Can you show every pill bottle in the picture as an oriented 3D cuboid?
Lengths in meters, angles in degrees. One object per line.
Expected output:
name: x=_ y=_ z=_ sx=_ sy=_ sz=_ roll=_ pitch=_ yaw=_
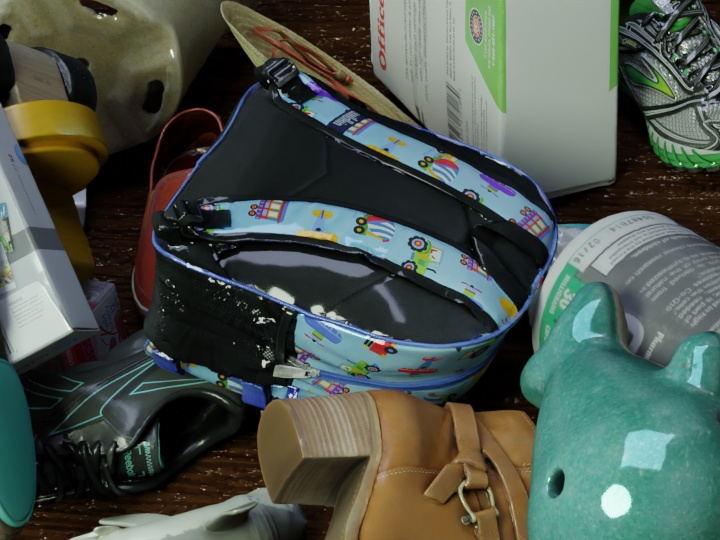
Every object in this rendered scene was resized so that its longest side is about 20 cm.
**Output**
pill bottle: x=0.189 y=0.055 z=1.515 sx=0.113 sy=0.114 sz=0.200 roll=-29 pitch=36 yaw=-22

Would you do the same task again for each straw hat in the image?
straw hat: x=-0.030 y=-0.074 z=1.791 sx=0.085 sy=0.200 sz=0.201 roll=-54 pitch=36 yaw=10

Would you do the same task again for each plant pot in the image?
plant pot: x=-0.162 y=-0.179 z=1.893 sx=0.199 sy=0.201 sz=0.184 roll=-4 pitch=36 yaw=12

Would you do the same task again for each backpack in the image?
backpack: x=0.000 y=0.000 z=1.595 sx=0.199 sy=0.135 sz=0.183 roll=19 pitch=44 yaw=11

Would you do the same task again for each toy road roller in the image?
toy road roller: x=-0.235 y=-0.042 z=1.663 sx=0.199 sy=0.123 sz=0.147 roll=-27 pitch=71 yaw=21

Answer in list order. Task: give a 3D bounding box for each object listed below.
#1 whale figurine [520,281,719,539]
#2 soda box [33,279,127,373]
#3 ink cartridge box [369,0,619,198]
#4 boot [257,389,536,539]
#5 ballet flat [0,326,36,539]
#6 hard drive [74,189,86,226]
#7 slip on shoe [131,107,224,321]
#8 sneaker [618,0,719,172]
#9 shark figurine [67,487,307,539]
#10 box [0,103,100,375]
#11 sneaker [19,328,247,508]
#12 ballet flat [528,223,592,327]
whale figurine: x=0.120 y=0.088 z=1.423 sx=0.103 sy=0.159 sz=0.201 roll=14 pitch=33 yaw=-34
soda box: x=-0.234 y=0.038 z=1.718 sx=0.199 sy=0.070 sz=0.063 roll=8 pitch=38 yaw=28
ink cartridge box: x=0.080 y=-0.151 z=1.811 sx=0.083 sy=0.146 sz=0.200 roll=-13 pitch=33 yaw=-19
boot: x=0.038 y=0.151 z=1.471 sx=0.154 sy=0.077 sz=0.201 roll=4 pitch=52 yaw=-29
ballet flat: x=-0.215 y=0.047 z=1.521 sx=0.067 sy=0.068 sz=0.201 roll=-17 pitch=73 yaw=24
hard drive: x=-0.277 y=-0.074 z=1.881 sx=0.198 sy=0.027 sz=0.132 roll=4 pitch=33 yaw=-8
slip on shoe: x=-0.104 y=-0.029 z=1.781 sx=0.074 sy=0.061 sz=0.201 roll=-7 pitch=36 yaw=6
sneaker: x=0.195 y=-0.125 z=1.798 sx=0.078 sy=0.086 sz=0.200 roll=-25 pitch=37 yaw=-18
shark figurine: x=-0.119 y=0.168 z=1.494 sx=0.213 sy=0.090 sz=0.128 roll=-11 pitch=-1 yaw=-12
box: x=-0.250 y=-0.022 z=1.585 sx=0.155 sy=0.201 sz=0.041 roll=-28 pitch=-10 yaw=16
sneaker: x=-0.155 y=0.091 z=1.613 sx=0.199 sy=0.076 sz=0.079 roll=-25 pitch=38 yaw=-16
ballet flat: x=0.096 y=0.006 z=1.674 sx=0.199 sy=0.072 sz=0.072 roll=11 pitch=40 yaw=34
